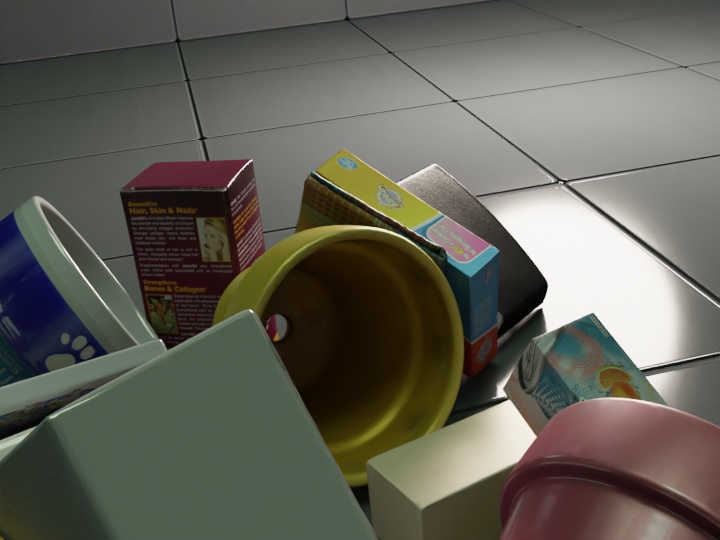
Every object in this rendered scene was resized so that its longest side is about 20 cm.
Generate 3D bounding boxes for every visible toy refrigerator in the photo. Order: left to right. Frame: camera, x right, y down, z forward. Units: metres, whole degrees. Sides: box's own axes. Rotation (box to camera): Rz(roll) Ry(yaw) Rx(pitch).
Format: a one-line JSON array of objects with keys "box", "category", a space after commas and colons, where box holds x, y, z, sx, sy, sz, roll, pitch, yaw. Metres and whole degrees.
[{"box": [0.108, 0.154, 0.697, 0.197, 0.071, 0.076, -17, 24, -27], "category": "toy refrigerator"}]

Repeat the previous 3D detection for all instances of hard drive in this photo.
[{"box": [0.104, -0.025, 0.977, 0.200, 0.042, 0.134, 48, 45, 14], "category": "hard drive"}]

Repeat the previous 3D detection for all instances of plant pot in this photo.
[{"box": [-0.041, 0.062, 0.793, 0.198, 0.204, 0.188, -18, 12, -25], "category": "plant pot"}, {"box": [0.134, 0.200, 0.472, 0.198, 0.202, 0.179, 17, 48, 39], "category": "plant pot"}]

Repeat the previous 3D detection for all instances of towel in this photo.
[{"box": [0.000, 0.000, 0.862, 0.145, 0.201, 0.022, 30, 61, 7], "category": "towel"}]

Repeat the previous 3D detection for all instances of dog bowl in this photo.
[{"box": [-0.252, 0.038, 0.809, 0.078, 0.201, 0.200, -37, 32, -7], "category": "dog bowl"}]

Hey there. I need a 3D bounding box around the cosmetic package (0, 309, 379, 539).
[{"box": [-0.093, 0.160, 0.471, 0.122, 0.202, 0.199, -26, -6, -41], "category": "cosmetic package"}]

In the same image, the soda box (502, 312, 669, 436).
[{"box": [0.184, 0.131, 0.624, 0.063, 0.069, 0.201, -19, 59, -29], "category": "soda box"}]

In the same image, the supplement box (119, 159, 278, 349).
[{"box": [-0.155, -0.001, 0.915, 0.108, 0.203, 0.086, 1, 24, 13], "category": "supplement box"}]

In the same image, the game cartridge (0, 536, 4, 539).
[{"box": [-0.182, 0.230, 0.438, 0.174, 0.204, 0.032, 16, 14, 39], "category": "game cartridge"}]

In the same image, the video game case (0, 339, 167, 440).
[{"box": [-0.236, 0.125, 0.697, 0.142, 0.200, 0.018, -16, 67, -38], "category": "video game case"}]

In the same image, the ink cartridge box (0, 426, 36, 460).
[{"box": [-0.243, 0.193, 0.575, 0.198, 0.149, 0.082, -20, -1, -31], "category": "ink cartridge box"}]

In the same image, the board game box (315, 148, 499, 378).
[{"box": [0.045, -0.007, 0.884, 0.040, 0.154, 0.199, -38, 55, -24], "category": "board game box"}]

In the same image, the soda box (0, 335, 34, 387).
[{"box": [-0.314, 0.070, 0.794, 0.064, 0.201, 0.068, -37, 31, -7], "category": "soda box"}]
